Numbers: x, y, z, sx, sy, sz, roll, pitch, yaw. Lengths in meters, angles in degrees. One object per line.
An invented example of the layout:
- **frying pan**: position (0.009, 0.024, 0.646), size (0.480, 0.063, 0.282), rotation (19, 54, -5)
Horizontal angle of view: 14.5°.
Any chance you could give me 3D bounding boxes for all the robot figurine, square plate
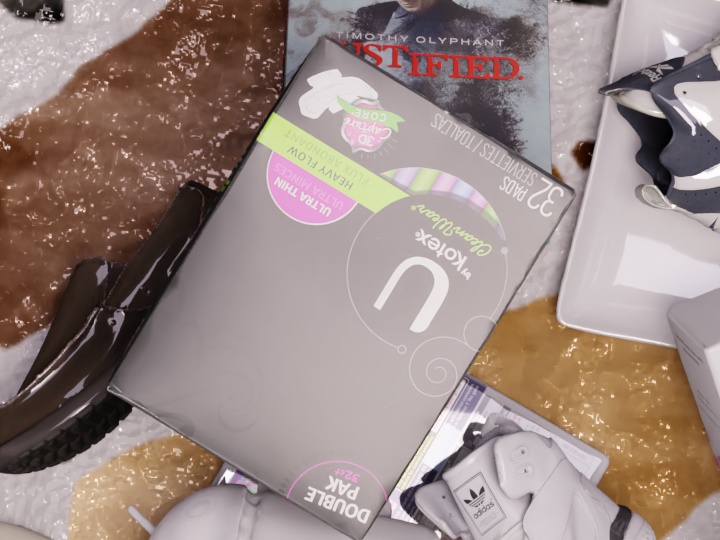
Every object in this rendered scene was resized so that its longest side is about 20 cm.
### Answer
- **robot figurine**: position (-0.031, 0.176, 1.468), size (0.200, 0.113, 0.170), rotation (13, 45, -1)
- **square plate**: position (0.223, -0.044, 1.564), size (0.200, 0.028, 0.198), rotation (13, 85, -1)

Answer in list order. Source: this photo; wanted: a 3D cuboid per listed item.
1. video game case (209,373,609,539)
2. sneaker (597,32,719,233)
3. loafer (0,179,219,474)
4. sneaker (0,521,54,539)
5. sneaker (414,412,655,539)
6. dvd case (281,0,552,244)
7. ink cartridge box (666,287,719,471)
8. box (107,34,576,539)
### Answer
- **video game case**: position (0.009, 0.142, 1.541), size (0.182, 0.023, 0.200), rotation (30, 85, 1)
- **sneaker**: position (0.195, -0.115, 1.514), size (0.130, 0.079, 0.199), rotation (8, 94, -10)
- **loafer**: position (-0.133, 0.029, 1.528), size (0.200, 0.073, 0.071), rotation (-43, 78, -10)
- **sneaker**: position (-0.148, 0.200, 1.492), size (0.200, 0.093, 0.070), rotation (42, 84, 2)
- **sneaker**: position (0.074, 0.156, 1.412), size (0.115, 0.200, 0.075), rotation (47, 126, -10)
- **dvd case**: position (0.030, -0.103, 1.519), size (0.146, 0.022, 0.200), rotation (3, 54, -2)
- **ink cartridge box**: position (0.265, 0.093, 1.494), size (0.144, 0.085, 0.200), rotation (-22, 107, -3)
- **box**: position (-0.010, 0.008, 1.393), size (0.149, 0.124, 0.200), rotation (32, 92, -1)
